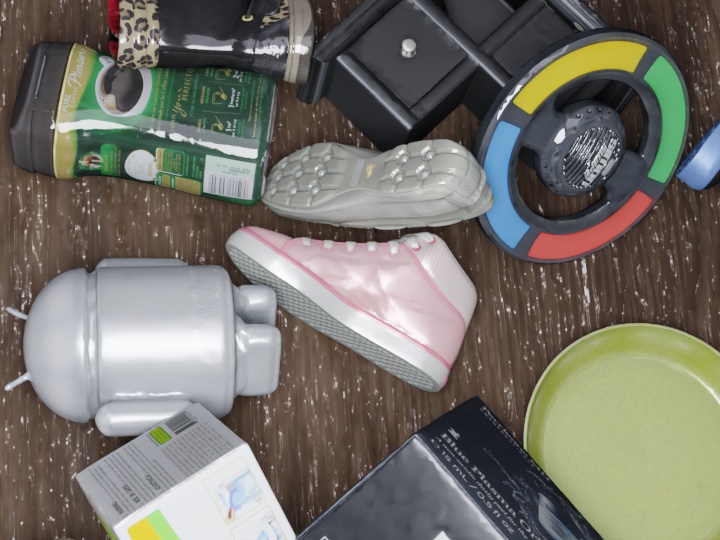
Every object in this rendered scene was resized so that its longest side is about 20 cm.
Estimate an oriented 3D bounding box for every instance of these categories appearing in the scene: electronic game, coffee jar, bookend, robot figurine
[{"bbox_3d":[0.172,-0.094,1.249,0.199,0.201,0.042,-25,40,-15],"label":"electronic game"},{"bbox_3d":[-0.167,-0.115,1.244,0.199,0.085,0.105,8,58,-4],"label":"coffee jar"},{"bbox_3d":[0.089,-0.153,1.295,0.200,0.092,0.199,-43,83,-17],"label":"bookend"},{"bbox_3d":[-0.159,0.053,1.179,0.199,0.113,0.170,-2,41,-9],"label":"robot figurine"}]

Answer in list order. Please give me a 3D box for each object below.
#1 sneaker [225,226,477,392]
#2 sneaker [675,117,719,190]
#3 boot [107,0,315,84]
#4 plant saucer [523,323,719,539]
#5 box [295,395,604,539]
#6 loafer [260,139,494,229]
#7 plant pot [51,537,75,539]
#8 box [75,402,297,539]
[{"bbox_3d":[0.000,0.000,1.240,0.200,0.075,0.105,32,74,-5],"label":"sneaker"},{"bbox_3d":[0.338,-0.112,1.316,0.078,0.070,0.200,46,57,7],"label":"sneaker"},{"bbox_3d":[-0.120,-0.206,1.246,0.150,0.073,0.200,0,36,-13],"label":"boot"},{"bbox_3d":[0.221,0.141,1.250,0.199,0.031,0.201,2,71,-7],"label":"plant saucer"},{"bbox_3d":[0.084,0.205,1.106,0.117,0.200,0.197,-43,82,13],"label":"box"},{"bbox_3d":[0.010,-0.058,1.229,0.199,0.070,0.070,2,61,39],"label":"loafer"},{"bbox_3d":[-0.238,0.270,1.070,0.174,0.200,0.201,-31,78,-33],"label":"plant pot"},{"bbox_3d":[-0.093,0.209,1.094,0.101,0.112,0.201,-31,111,-15],"label":"box"}]
